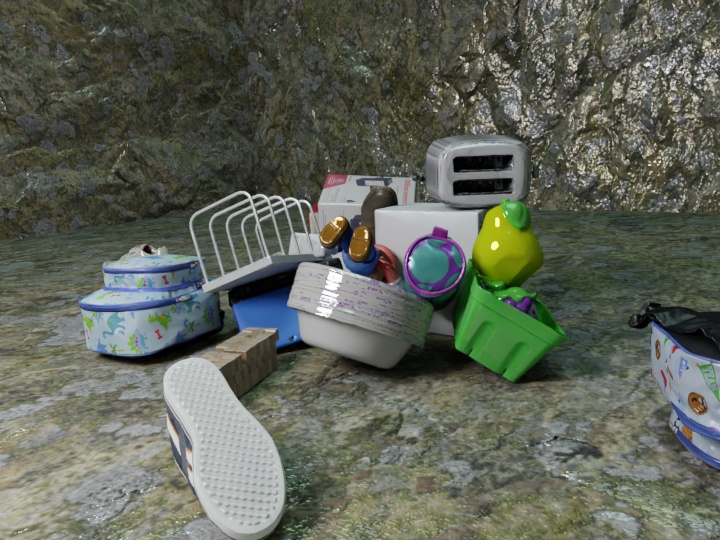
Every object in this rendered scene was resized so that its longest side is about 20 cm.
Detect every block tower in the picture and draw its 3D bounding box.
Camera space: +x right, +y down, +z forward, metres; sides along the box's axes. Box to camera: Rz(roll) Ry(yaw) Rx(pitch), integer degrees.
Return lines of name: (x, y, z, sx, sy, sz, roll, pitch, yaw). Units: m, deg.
block tower: (-0.170, 0.130, 0.838, 0.053, 0.059, 0.200, 1, 13, 19)

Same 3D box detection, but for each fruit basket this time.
fruit basket: (0.206, 0.018, 0.874, 0.154, 0.218, 0.216, 30, 13, 0)

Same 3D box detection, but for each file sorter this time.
file sorter: (-0.164, -0.049, 1.066, 0.137, 0.127, 0.199, -20, -7, 24)

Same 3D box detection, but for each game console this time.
game console: (-0.113, 0.065, 1.077, 0.197, 0.120, 0.171, -17, -6, -14)

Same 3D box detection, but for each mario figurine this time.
mario figurine: (0.000, 0.000, 0.984, 0.105, 0.125, 0.200, -29, -25, 6)

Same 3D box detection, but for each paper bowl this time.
paper bowl: (-0.005, 0.068, 0.879, 0.197, 0.106, 0.201, 17, -8, 2)

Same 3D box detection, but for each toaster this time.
toaster: (0.185, -0.161, 1.039, 0.196, 0.116, 0.129, -1, 13, -2)

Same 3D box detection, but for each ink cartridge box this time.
ink cartridge box: (0.020, -0.132, 1.342, 0.196, 0.086, 0.146, 3, 33, 5)

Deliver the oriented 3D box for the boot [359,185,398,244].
boot: (0.025, -0.056, 1.163, 0.073, 0.201, 0.098, 12, 52, -2)

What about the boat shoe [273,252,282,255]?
boat shoe: (-0.178, 0.003, 1.432, 0.197, 0.062, 0.076, 8, 59, 24)

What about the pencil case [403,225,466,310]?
pencil case: (0.104, 0.004, 0.913, 0.084, 0.094, 0.200, 17, -6, 8)

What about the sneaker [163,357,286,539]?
sneaker: (-0.123, 0.171, 0.582, 0.077, 0.080, 0.200, -14, 40, -25)

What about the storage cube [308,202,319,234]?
storage cube: (-0.031, -0.068, 1.523, 0.196, 0.174, 0.180, -2, 12, 0)

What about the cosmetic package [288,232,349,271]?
cosmetic package: (-0.045, -0.015, 1.319, 0.196, 0.086, 0.108, 5, -25, 3)

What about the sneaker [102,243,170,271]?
sneaker: (-0.564, -0.024, 1.633, 0.196, 0.090, 0.081, -1, 11, 6)

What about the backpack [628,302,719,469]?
backpack: (0.368, 0.105, 0.590, 0.196, 0.157, 0.190, -6, 1, 15)

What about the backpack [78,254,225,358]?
backpack: (-0.343, 0.053, 1.032, 0.180, 0.150, 0.199, 1, 14, 27)

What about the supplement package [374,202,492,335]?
supplement package: (0.140, -0.009, 1.096, 0.188, 0.204, 0.146, 5, 13, 31)
